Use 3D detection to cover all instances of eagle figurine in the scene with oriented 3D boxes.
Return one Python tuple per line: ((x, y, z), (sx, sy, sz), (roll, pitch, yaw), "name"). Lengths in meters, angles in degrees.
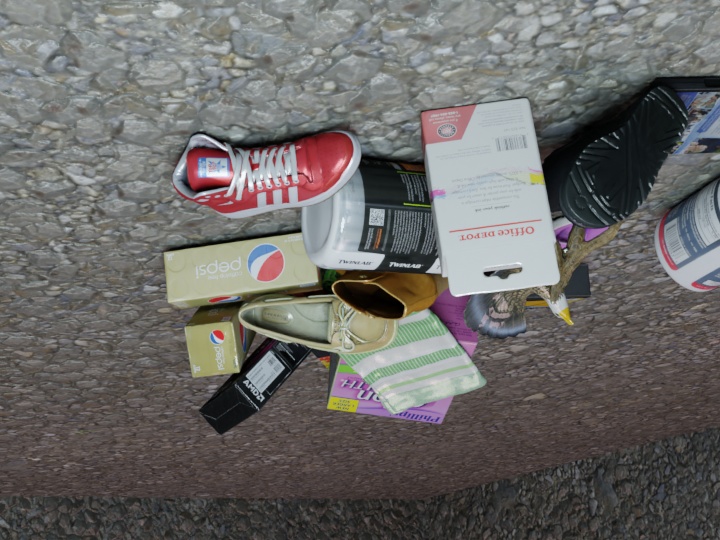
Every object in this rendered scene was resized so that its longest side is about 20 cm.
((0.205, 0.005, 1.142), (0.149, 0.154, 0.200), (-3, 177, -15), "eagle figurine")

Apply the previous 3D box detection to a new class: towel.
((0.058, 0.116, 1.250), (0.151, 0.024, 0.200), (-19, 133, 22), "towel")

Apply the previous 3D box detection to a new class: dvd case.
((0.388, -0.168, 1.045), (0.196, 0.018, 0.143), (-3, 158, -8), "dvd case")

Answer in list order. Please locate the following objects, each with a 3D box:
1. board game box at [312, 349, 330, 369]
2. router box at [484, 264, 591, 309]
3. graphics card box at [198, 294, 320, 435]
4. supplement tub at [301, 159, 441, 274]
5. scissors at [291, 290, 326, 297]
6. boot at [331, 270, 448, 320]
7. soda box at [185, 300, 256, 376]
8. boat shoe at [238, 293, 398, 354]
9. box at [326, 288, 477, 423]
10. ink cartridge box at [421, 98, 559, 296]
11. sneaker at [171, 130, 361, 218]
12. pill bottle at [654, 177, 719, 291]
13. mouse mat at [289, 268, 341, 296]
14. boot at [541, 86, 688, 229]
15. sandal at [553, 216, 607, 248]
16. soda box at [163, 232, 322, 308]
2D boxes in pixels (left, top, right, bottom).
((0.003, 0.073, 1.448), (0.197, 0.057, 0.166), (-15, 143, 21), "board game box")
((0.221, 0.027, 1.414), (0.196, 0.052, 0.149), (-2, 171, -9), "router box")
((-0.122, 0.127, 1.298), (0.051, 0.200, 0.125), (47, 140, -6), "graphics card box")
((0.041, -0.059, 1.075), (0.197, 0.125, 0.123), (3, 157, -23), "supplement tub")
((-0.053, 0.041, 1.345), (0.198, 0.014, 0.073), (24, 134, -25), "scissors")
((0.000, 0.001, 1.149), (0.199, 0.072, 0.143), (19, -159, 28), "boot")
((-0.187, 0.081, 1.302), (0.063, 0.069, 0.200), (-7, -169, 2), "soda box")
((-0.052, 0.064, 1.173), (0.198, 0.075, 0.063), (9, -175, 20), "boat shoe")
((0.053, 0.111, 1.335), (0.173, 0.098, 0.201), (9, 139, -7), "box")
((0.130, -0.065, 0.973), (0.114, 0.203, 0.068), (-7, 160, 1), "ink cartridge box")
((-0.103, -0.106, 0.980), (0.198, 0.072, 0.112), (-16, 161, 30), "sneaker")
((0.479, -0.062, 1.206), (0.118, 0.122, 0.200), (3, 158, -23), "pill bottle")
((-0.053, 0.042, 1.358), (0.158, 0.008, 0.201), (11, 141, -9), "mouse mat")
((0.232, -0.091, 0.983), (0.200, 0.076, 0.168), (-47, -176, -28), "boot")
((0.261, -0.030, 1.317), (0.200, 0.051, 0.082), (-17, 157, 30), "sandal")
((-0.151, 0.000, 1.238), (0.196, 0.069, 0.064), (-8, 170, 2), "soda box")
